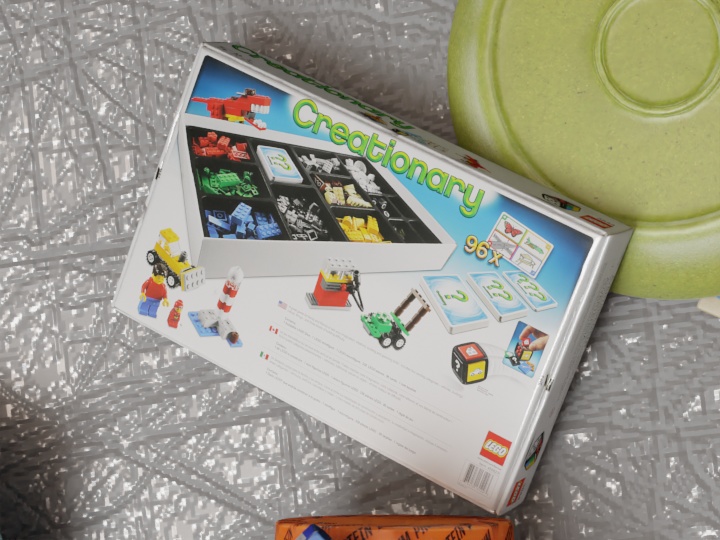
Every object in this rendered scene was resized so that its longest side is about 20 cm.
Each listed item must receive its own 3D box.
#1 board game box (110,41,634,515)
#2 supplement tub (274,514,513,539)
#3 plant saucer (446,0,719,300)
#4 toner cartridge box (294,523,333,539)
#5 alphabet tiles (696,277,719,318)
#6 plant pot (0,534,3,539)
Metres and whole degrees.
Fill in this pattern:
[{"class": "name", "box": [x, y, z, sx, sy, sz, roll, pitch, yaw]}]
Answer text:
[{"class": "board game box", "box": [0.000, 0.000, 0.883, 0.200, 0.035, 0.126, 27, 106, 22]}, {"class": "supplement tub", "box": [0.014, 0.199, 0.837, 0.122, 0.123, 0.200, -1, 86, 18]}, {"class": "plant saucer", "box": [0.126, -0.088, 0.862, 0.200, 0.031, 0.200, -2, 86, 20]}, {"class": "toner cartridge box", "box": [0.022, 0.194, 0.755, 0.200, 0.043, 0.095, 44, 87, 1]}, {"class": "alphabet tiles", "box": [0.227, -0.035, 0.843, 0.200, 0.006, 0.167, 24, 94, 18]}, {"class": "plant pot", "box": [-0.246, 0.147, 0.884, 0.200, 0.141, 0.141, -21, 121, -15]}]
